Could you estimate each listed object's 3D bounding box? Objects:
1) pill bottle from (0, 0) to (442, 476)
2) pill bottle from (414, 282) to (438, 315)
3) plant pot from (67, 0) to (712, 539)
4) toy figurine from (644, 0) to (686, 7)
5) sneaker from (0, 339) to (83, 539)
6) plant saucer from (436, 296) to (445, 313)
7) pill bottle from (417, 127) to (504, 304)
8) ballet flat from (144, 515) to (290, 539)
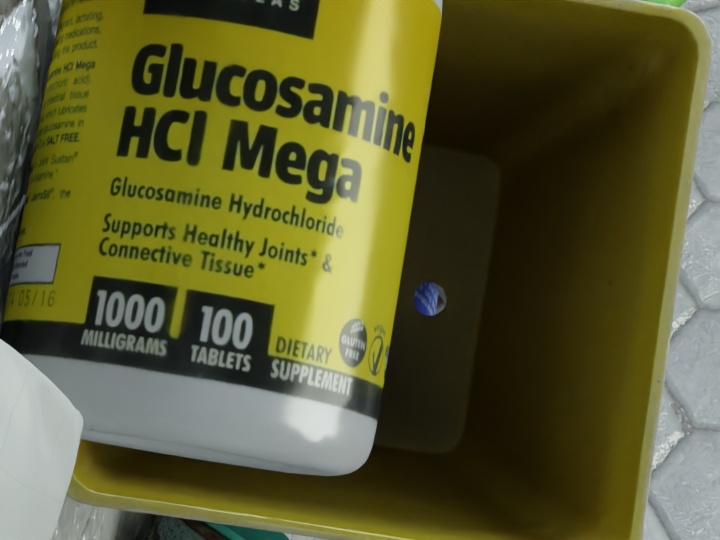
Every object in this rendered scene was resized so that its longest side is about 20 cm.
[{"bbox_3d":[-0.037,-0.046,0.576,0.112,0.112,0.200,72,27,-81],"label":"pill bottle"},{"bbox_3d":[-0.017,0.014,0.984,0.112,0.112,0.200,91,9,-62],"label":"pill bottle"},{"bbox_3d":[0.000,0.000,0.745,0.176,0.200,0.200,147,-48,-81],"label":"plant pot"},{"bbox_3d":[0.094,-0.165,0.993,0.200,0.150,0.184,-56,148,-17],"label":"toy figurine"},{"bbox_3d":[-0.087,0.086,0.431,0.200,0.074,0.116,90,13,-57],"label":"sneaker"},{"bbox_3d":[0.026,-0.032,1.082,0.034,0.200,0.200,47,46,-50],"label":"plant saucer"},{"bbox_3d":[0.037,-0.070,0.898,0.200,0.113,0.113,53,29,-27],"label":"pill bottle"},{"bbox_3d":[-0.074,0.141,0.898,0.200,0.074,0.074,58,41,-81],"label":"ballet flat"}]
